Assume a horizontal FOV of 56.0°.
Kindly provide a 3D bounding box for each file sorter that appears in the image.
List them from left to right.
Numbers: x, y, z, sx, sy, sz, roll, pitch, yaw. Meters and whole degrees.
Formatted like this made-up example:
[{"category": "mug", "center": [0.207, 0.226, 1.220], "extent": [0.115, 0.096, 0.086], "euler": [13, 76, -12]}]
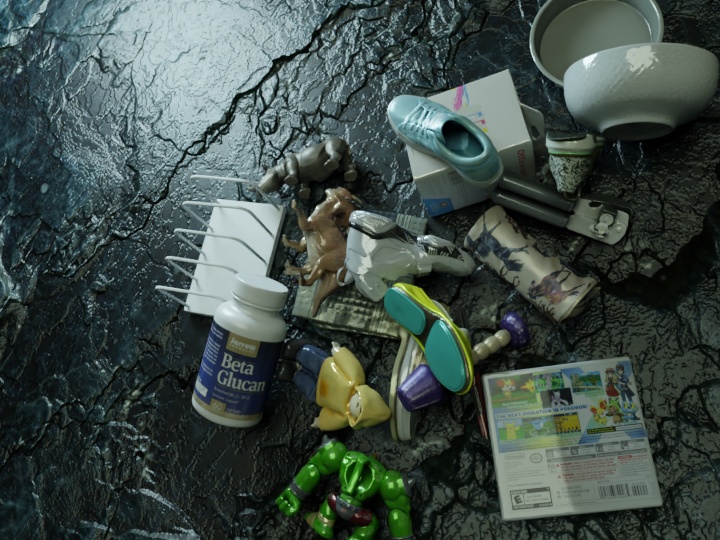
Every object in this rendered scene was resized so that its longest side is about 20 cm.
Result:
[{"category": "file sorter", "center": [-0.225, -0.038, 1.090], "extent": [0.135, 0.125, 0.205], "euler": [7, 73, 20]}]

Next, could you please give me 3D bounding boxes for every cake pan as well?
[{"category": "cake pan", "center": [0.364, -0.359, 1.051], "extent": [0.195, 0.037, 0.206], "euler": [-7, 69, 17]}]

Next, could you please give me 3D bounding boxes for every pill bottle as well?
[{"category": "pill bottle", "center": [-0.170, 0.113, 0.989], "extent": [0.109, 0.110, 0.205], "euler": [21, 100, 24]}]

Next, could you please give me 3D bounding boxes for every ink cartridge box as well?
[{"category": "ink cartridge box", "center": [0.172, -0.188, 1.005], "extent": [0.195, 0.129, 0.128], "euler": [-17, 66, 12]}]

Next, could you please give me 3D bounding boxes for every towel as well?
[{"category": "towel", "center": [0.000, 0.000, 1.055], "extent": [0.187, 0.035, 0.205], "euler": [10, 72, 19]}]

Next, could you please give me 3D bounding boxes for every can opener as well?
[{"category": "can opener", "center": [0.284, -0.092, 0.959], "extent": [0.195, 0.054, 0.067], "euler": [18, 37, 5]}]

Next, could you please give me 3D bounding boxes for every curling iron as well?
[{"category": "curling iron", "center": [0.167, 0.146, 0.943], "extent": [0.048, 0.026, 0.204], "euler": [-17, 65, 2]}]

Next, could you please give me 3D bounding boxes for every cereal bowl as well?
[{"category": "cereal bowl", "center": [0.376, -0.230, 0.919], "extent": [0.195, 0.199, 0.086], "euler": [2, 87, 19]}]

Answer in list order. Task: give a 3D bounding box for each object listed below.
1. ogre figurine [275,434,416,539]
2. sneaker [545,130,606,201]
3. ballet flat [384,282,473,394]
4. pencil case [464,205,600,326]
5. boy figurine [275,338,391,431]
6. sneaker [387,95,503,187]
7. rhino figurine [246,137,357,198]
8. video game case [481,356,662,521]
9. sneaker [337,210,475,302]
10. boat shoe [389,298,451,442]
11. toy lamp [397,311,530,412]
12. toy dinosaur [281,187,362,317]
[{"category": "ogre figurine", "center": [-0.006, 0.306, 0.906], "extent": [0.197, 0.097, 0.123], "euler": [21, 90, 36]}, {"category": "sneaker", "center": [0.289, -0.142, 0.927], "extent": [0.075, 0.199, 0.091], "euler": [9, 102, 26]}, {"category": "ballet flat", "center": [0.103, 0.080, 0.875], "extent": [0.200, 0.066, 0.068], "euler": [49, 128, 46]}, {"category": "pencil case", "center": [0.235, -0.010, 0.947], "extent": [0.200, 0.088, 0.079], "euler": [44, 122, 27]}, {"category": "boy figurine", "center": [-0.038, 0.171, 0.953], "extent": [0.198, 0.063, 0.127], "euler": [28, 101, 44]}, {"category": "sneaker", "center": [0.110, -0.193, 0.910], "extent": [0.198, 0.082, 0.074], "euler": [36, 84, 26]}, {"category": "rhino figurine", "center": [-0.100, -0.164, 1.125], "extent": [0.195, 0.060, 0.089], "euler": [-16, 41, 14]}, {"category": "video game case", "center": [0.266, 0.215, 0.870], "extent": [0.194, 0.022, 0.187], "euler": [-8, 68, 7]}, {"category": "sneaker", "center": [0.062, -0.002, 0.981], "extent": [0.195, 0.075, 0.118], "euler": [20, 89, -1]}, {"category": "boat shoe", "center": [0.084, 0.138, 0.946], "extent": [0.066, 0.075, 0.206], "euler": [5, 79, 15]}, {"category": "toy lamp", "center": [0.136, 0.122, 0.903], "extent": [0.197, 0.059, 0.058], "euler": [-30, 62, -20]}, {"category": "toy dinosaur", "center": [-0.044, -0.037, 1.024], "extent": [0.132, 0.085, 0.206], "euler": [-3, 83, -24]}]
